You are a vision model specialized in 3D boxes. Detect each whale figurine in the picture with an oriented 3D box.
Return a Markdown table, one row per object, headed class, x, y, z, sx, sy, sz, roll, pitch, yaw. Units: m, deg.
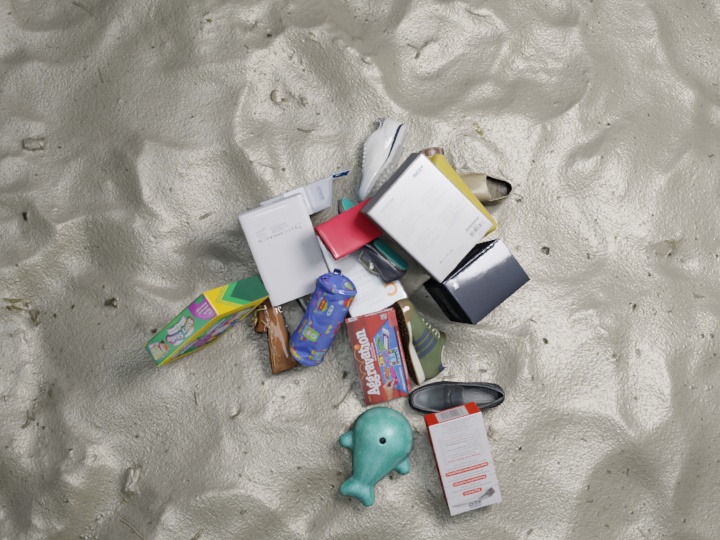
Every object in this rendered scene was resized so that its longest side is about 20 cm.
| class | x | y | z | sx | sy | sz | roll | pitch | yaw |
| --- | --- | --- | --- | --- | --- | --- | --- | --- | --- |
| whale figurine | 0.028 | 0.375 | 1.485 | 0.159 | 0.104 | 0.201 | 26 | 82 | 3 |

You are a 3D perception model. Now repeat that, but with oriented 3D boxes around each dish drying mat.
| class | x | y | z | sx | sy | sz | roll | pitch | yaw |
| --- | --- | --- | --- | --- | --- | --- | --- | --- | --- |
| dish drying mat | 0.007 | -0.093 | 1.438 | 0.200 | 0.018 | 0.077 | -31 | 85 | -29 |

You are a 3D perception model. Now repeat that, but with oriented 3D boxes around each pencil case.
| class | x | y | z | sx | sy | sz | roll | pitch | yaw |
| --- | --- | --- | --- | --- | --- | --- | --- | --- | --- |
| pencil case | -0.079 | 0.095 | 1.478 | 0.087 | 0.078 | 0.201 | 28 | 114 | 5 |

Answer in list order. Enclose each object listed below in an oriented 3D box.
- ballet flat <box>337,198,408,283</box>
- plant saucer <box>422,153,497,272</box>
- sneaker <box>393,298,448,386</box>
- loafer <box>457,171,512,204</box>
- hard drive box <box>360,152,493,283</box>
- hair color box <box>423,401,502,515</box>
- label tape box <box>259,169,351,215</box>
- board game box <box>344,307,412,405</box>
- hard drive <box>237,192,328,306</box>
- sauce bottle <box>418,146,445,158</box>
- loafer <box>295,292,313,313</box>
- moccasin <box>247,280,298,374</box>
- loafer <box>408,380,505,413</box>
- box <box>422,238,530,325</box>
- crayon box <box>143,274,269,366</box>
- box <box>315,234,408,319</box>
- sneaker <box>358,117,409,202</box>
| class | x | y | z | sx | sy | sz | roll | pitch | yaw |
| --- | --- | --- | --- | --- | --- | --- | --- | --- | --- |
| ballet flat | 0.009 | -0.053 | 1.475 | 0.073 | 0.073 | 0.200 | -43 | 89 | -6 |
| plant saucer | 0.144 | -0.104 | 1.513 | 0.200 | 0.048 | 0.200 | -35 | 101 | 31 |
| sneaker | 0.131 | 0.136 | 1.516 | 0.090 | 0.067 | 0.201 | -21 | 115 | -15 |
| loafer | 0.238 | -0.176 | 1.555 | 0.199 | 0.067 | 0.076 | -7 | 82 | -29 |
| hard drive box | 0.127 | -0.102 | 1.409 | 0.200 | 0.077 | 0.156 | 43 | 89 | -14 |
| hair color box | 0.205 | 0.377 | 1.475 | 0.110 | 0.064 | 0.201 | -15 | 101 | -2 |
| label tape box | -0.107 | -0.148 | 1.543 | 0.199 | 0.143 | 0.066 | -20 | 96 | -3 |
| board game box | 0.039 | 0.179 | 1.509 | 0.103 | 0.019 | 0.201 | -14 | 113 | -1 |
| hard drive | -0.149 | -0.041 | 1.476 | 0.131 | 0.025 | 0.201 | -20 | 110 | -4 |
| sauce bottle | 0.169 | -0.165 | 1.591 | 0.064 | 0.065 | 0.201 | -11 | 81 | -2 |
| loafer | -0.123 | 0.025 | 1.562 | 0.070 | 0.075 | 0.200 | -36 | 92 | -10 |
| moccasin | -0.195 | 0.118 | 1.546 | 0.077 | 0.074 | 0.202 | -18 | 91 | -11 |
| loafer | 0.200 | 0.260 | 1.519 | 0.200 | 0.070 | 0.068 | -3 | 80 | -2 |
| box | 0.229 | 0.024 | 1.487 | 0.148 | 0.200 | 0.104 | -38 | 93 | -5 |
| crayon box | -0.303 | 0.097 | 1.453 | 0.200 | 0.172 | 0.058 | -38 | 81 | 28 |
| box | 0.000 | 0.000 | 1.548 | 0.124 | 0.097 | 0.201 | -25 | 81 | -4 |
| sneaker | 0.036 | -0.240 | 1.607 | 0.080 | 0.076 | 0.201 | 23 | 77 | 15 |
